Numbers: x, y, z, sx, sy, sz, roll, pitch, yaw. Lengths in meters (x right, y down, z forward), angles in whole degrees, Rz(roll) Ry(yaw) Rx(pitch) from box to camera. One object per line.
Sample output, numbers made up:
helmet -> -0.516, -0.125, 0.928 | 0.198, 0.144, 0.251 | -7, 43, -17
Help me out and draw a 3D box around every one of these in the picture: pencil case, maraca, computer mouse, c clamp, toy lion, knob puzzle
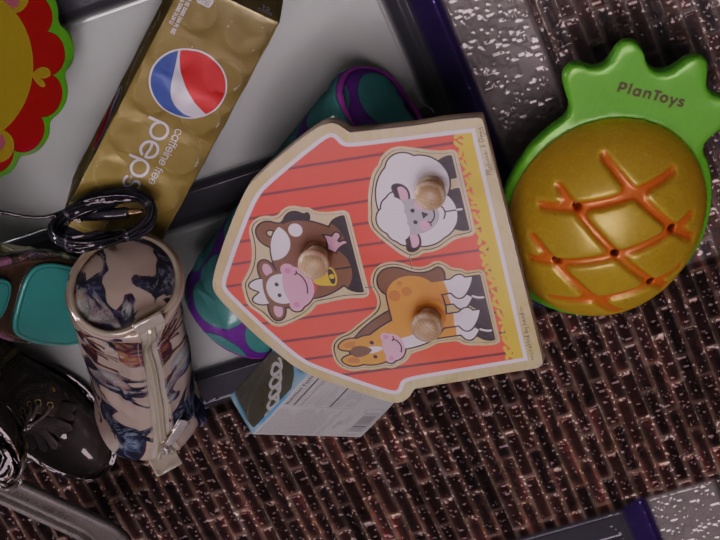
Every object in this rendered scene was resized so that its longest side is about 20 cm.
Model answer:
pencil case -> -0.147, 0.053, 1.639 | 0.078, 0.090, 0.200 | -32, 154, -17
pencil case -> -0.032, -0.035, 1.619 | 0.092, 0.085, 0.200 | 11, 129, -42
maraca -> 0.162, -0.056, 1.582 | 0.136, 0.107, 0.201 | 10, 121, -13
computer mouse -> -0.229, -0.032, 1.588 | 0.199, 0.059, 0.034 | 2, 147, 4
c clamp -> -0.250, 0.188, 1.743 | 0.200, 0.027, 0.170 | 33, 145, -30
toy lion -> -0.271, -0.156, 1.540 | 0.191, 0.069, 0.201 | -3, 99, -29
knob puzzle -> 0.000, 0.000, 1.560 | 0.218, 0.030, 0.221 | 4, 118, 8

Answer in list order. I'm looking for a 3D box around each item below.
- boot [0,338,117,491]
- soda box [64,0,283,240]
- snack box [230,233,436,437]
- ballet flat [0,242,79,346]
boot -> -0.239, 0.103, 1.659 | 0.069, 0.174, 0.200 | -43, 111, 9
soda box -> -0.121, -0.108, 1.591 | 0.067, 0.064, 0.200 | 24, 121, -12
snack box -> 0.016, 0.036, 1.653 | 0.116, 0.037, 0.200 | 7, 134, -50
ballet flat -> -0.246, 0.011, 1.644 | 0.071, 0.200, 0.069 | 30, 107, 33
